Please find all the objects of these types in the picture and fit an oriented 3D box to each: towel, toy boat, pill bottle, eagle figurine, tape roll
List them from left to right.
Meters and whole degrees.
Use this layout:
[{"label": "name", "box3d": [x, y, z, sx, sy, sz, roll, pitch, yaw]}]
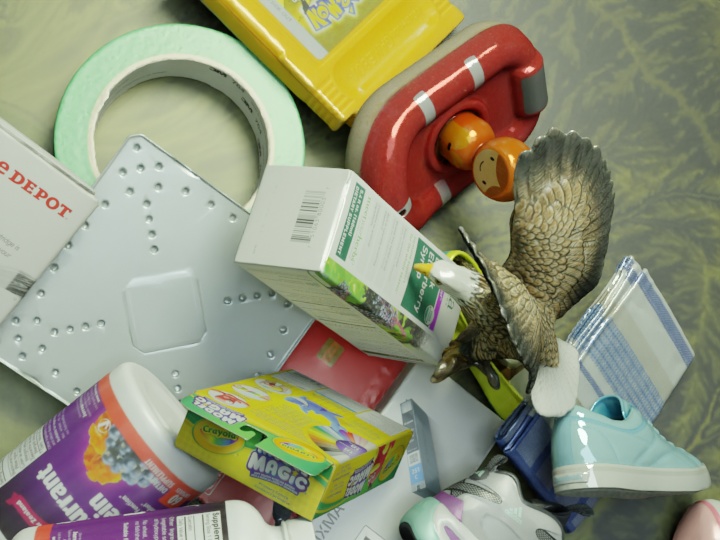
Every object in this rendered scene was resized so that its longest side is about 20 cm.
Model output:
[{"label": "pill bottle", "box3d": [-0.212, 0.169, 0.995, 0.200, 0.111, 0.111, -39, 91, 2]}, {"label": "pill bottle", "box3d": [-0.127, 0.214, 0.903, 0.200, 0.112, 0.113, -6, 82, -7]}, {"label": "tape roll", "box3d": [-0.147, -0.097, 1.106, 0.200, 0.048, 0.201, 2, 80, -14]}, {"label": "toy boat", "box3d": [0.088, -0.100, 1.105, 0.200, 0.131, 0.131, -37, 52, -16]}, {"label": "eagle figurine", "box3d": [0.111, 0.016, 0.984, 0.151, 0.200, 0.152, -5, 64, -22]}, {"label": "towel", "box3d": [0.198, 0.103, 1.134, 0.200, 0.024, 0.147, -52, 130, -15]}]

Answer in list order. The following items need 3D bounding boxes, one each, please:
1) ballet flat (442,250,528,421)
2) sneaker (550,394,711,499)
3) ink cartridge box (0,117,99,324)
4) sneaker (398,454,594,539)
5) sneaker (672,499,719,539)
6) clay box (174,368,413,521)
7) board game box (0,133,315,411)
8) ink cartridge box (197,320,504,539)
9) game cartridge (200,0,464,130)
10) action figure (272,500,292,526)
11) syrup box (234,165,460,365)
[{"label": "ballet flat", "box3d": [0.119, 0.065, 1.126, 0.200, 0.067, 0.067, 52, 50, 0]}, {"label": "sneaker", "box3d": [0.223, 0.141, 1.104, 0.200, 0.074, 0.082, 14, 69, -51]}, {"label": "ink cartridge box", "box3d": [-0.309, -0.025, 0.980, 0.200, 0.084, 0.146, -50, 126, -1]}, {"label": "sneaker", "box3d": [0.132, 0.237, 1.077, 0.140, 0.078, 0.200, -34, 113, -14]}, {"label": "sneaker", "box3d": [0.247, 0.282, 1.119, 0.104, 0.075, 0.201, 13, 82, -16]}, {"label": "clay box", "box3d": [-0.048, 0.122, 0.984, 0.115, 0.200, 0.048, 25, 100, 18]}, {"label": "board game box", "box3d": [-0.152, 0.030, 1.055, 0.200, 0.026, 0.200, 36, 88, -15]}, {"label": "ink cartridge box", "box3d": [-0.009, 0.151, 1.098, 0.176, 0.045, 0.200, 38, 74, -6]}, {"label": "game cartridge", "box3d": [-0.031, -0.233, 1.142, 0.200, 0.032, 0.176, 43, 57, -3]}, {"label": "action figure", "box3d": [-0.084, 0.254, 0.988, 0.200, 0.134, 0.149, -6, 38, -7]}, {"label": "syrup box", "box3d": [0.000, 0.000, 1.022, 0.200, 0.081, 0.079, 38, 64, -51]}]
